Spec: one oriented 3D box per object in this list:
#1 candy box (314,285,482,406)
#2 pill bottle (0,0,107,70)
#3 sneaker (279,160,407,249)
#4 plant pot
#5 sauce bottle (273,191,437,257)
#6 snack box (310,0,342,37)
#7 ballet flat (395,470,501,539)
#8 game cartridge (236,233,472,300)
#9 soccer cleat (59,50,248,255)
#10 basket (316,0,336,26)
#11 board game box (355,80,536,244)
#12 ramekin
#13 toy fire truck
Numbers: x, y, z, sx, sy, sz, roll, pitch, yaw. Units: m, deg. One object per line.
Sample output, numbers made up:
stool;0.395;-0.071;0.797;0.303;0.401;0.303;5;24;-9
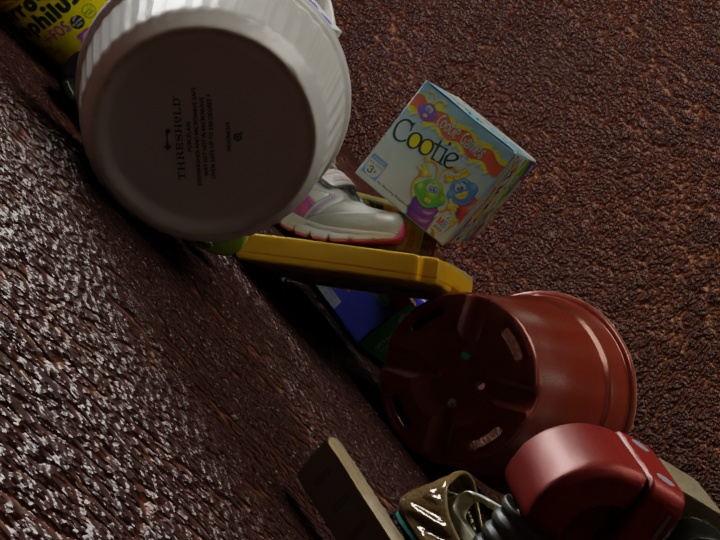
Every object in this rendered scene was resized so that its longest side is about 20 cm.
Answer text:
candy box;0.031;0.037;1.596;0.200;0.077;0.169;38;13;-51
pill bottle;-0.263;-0.251;1.242;0.200;0.104;0.104;44;7;-28
sneaker;-0.049;-0.075;1.348;0.200;0.088;0.081;19;0;14
plant pot;0.123;0.104;1.382;0.201;0.201;0.195;51;15;25
sauce bottle;-0.026;-0.047;1.465;0.200;0.066;0.066;10;21;-20
snack box;-0.096;-0.295;1.544;0.072;0.024;0.200;11;34;-46
ballet flat;0.085;0.198;1.012;0.068;0.072;0.200;44;8;-31
game cartridge;0.000;0.000;1.377;0.176;0.032;0.200;7;-2;14
soccer cleat;-0.156;-0.096;1.209;0.200;0.065;0.084;47;4;-3
basket;-0.110;-0.231;1.668;0.135;0.123;0.200;11;59;-42
board game box;0.083;-0.095;1.408;0.105;0.103;0.200;40;9;8
ramekin;-0.107;-0.112;1.090;0.202;0.202;0.094;46;18;-20
toy fire truck;0.075;0.151;0.857;0.200;0.176;0.129;31;11;-14
